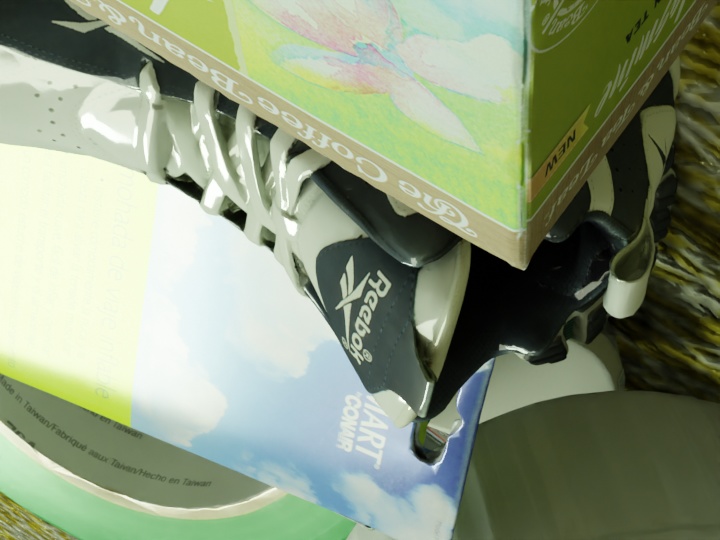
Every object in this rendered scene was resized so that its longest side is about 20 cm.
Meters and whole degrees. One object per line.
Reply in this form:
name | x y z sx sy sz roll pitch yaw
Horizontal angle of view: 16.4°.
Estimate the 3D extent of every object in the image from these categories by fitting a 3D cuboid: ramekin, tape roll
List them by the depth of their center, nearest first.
ramekin | 0.079 0.133 0.800 0.201 0.200 0.098 53 -167 -37
tape roll | -0.069 0.010 0.822 0.199 0.048 0.201 14 132 16

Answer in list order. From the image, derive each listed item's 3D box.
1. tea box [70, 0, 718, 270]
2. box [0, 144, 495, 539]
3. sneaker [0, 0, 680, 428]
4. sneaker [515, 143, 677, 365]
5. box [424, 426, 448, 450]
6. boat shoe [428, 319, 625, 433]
tea box | -0.011 -0.136 0.532 0.199 0.134 0.197 31 161 18
box | -0.049 -0.004 0.733 0.199 0.048 0.122 21 133 12
sneaker | -0.016 -0.022 0.623 0.198 0.130 0.080 3 142 -7
sneaker | 0.036 -0.056 0.754 0.080 0.077 0.200 38 160 51
box | -0.003 0.103 0.959 0.200 0.137 0.040 35 -154 34
boat shoe | 0.000 0.000 0.880 0.199 0.069 0.072 17 116 -2
